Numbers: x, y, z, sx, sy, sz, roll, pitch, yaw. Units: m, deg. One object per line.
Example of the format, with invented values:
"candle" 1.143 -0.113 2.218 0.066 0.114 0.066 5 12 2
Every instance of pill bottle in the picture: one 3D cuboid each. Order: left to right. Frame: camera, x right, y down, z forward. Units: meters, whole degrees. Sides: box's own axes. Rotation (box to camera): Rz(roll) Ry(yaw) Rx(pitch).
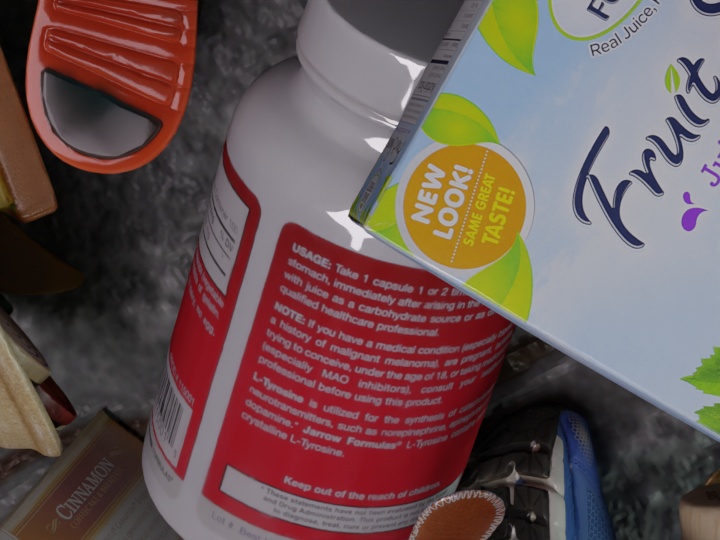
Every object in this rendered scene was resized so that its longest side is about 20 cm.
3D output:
"pill bottle" 0.000 0.000 0.867 0.112 0.112 0.201 23 120 9

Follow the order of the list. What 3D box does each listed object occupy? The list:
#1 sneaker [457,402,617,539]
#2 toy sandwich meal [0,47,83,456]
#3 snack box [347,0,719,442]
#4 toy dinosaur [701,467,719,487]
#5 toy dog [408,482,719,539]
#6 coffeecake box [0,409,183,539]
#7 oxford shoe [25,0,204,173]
"sneaker" 0.084 0.145 0.933 0.078 0.089 0.202 0 101 57
"toy sandwich meal" -0.139 -0.032 0.893 0.070 0.205 0.206 -31 104 -10
"snack box" 0.116 -0.059 0.758 0.168 0.068 0.201 30 90 -6
"toy dinosaur" 0.150 0.113 0.888 0.101 0.058 0.200 39 96 -2
"toy dog" 0.063 0.126 0.818 0.199 0.096 0.133 -25 90 6
"coffeecake box" -0.061 0.166 0.946 0.199 0.154 0.073 36 122 2
"oxford shoe" -0.071 -0.136 0.856 0.071 0.073 0.201 16 100 -7
